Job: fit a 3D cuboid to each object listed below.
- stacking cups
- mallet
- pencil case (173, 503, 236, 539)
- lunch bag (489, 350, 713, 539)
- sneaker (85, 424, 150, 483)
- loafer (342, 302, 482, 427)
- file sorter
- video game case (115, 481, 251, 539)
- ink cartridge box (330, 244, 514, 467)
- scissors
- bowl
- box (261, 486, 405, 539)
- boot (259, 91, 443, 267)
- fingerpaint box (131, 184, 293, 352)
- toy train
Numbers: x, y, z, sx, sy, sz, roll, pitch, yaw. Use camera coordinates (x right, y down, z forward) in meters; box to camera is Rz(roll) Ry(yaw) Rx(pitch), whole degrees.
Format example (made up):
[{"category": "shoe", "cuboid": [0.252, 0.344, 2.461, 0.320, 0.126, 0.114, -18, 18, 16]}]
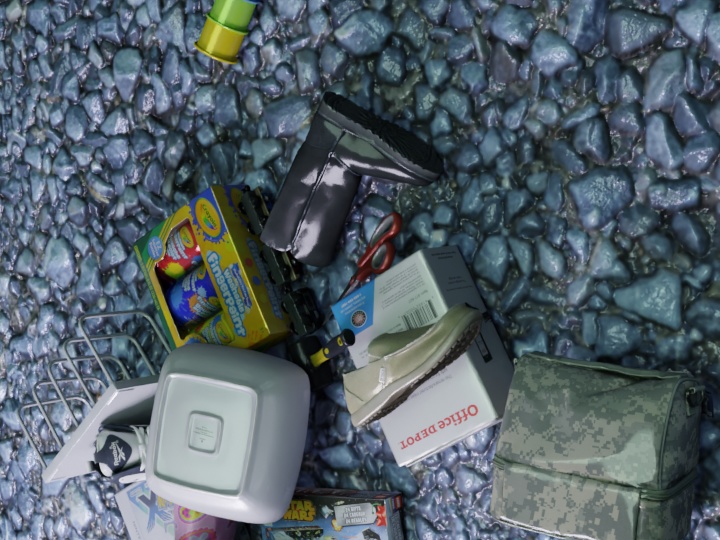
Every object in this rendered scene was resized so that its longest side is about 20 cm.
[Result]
[{"category": "stacking cups", "cuboid": [-0.144, -0.357, 1.506, 0.060, 0.060, 0.202, 33, 111, 29]}, {"category": "mallet", "cuboid": [-0.036, 0.105, 1.423, 0.067, 0.041, 0.200, 71, 161, 0]}, {"category": "pencil case", "cuboid": [-0.200, 0.345, 1.564, 0.087, 0.087, 0.203, 12, 106, 34]}, {"category": "lunch bag", "cuboid": [0.238, 0.173, 1.224, 0.198, 0.139, 0.170, 8, 99, 34]}, {"category": "sneaker", "cuboid": [-0.274, 0.228, 1.585, 0.198, 0.129, 0.081, -17, 80, 37]}, {"category": "loafer", "cuboid": [0.045, 0.091, 1.293, 0.200, 0.075, 0.069, -43, 76, 30]}, {"category": "file sorter", "cuboid": [-0.350, 0.166, 1.656, 0.200, 0.138, 0.125, -49, 64, 28]}, {"category": "video game case", "cuboid": [-0.235, 0.349, 1.659, 0.199, 0.022, 0.184, -32, 76, 33]}, {"category": "ink cartridge box", "cuboid": [0.076, 0.095, 1.369, 0.145, 0.084, 0.202, -31, 77, 33]}, {"category": "scissors", "cuboid": [0.000, 0.000, 1.442, 0.200, 0.014, 0.074, 134, 147, -55]}, {"category": "bowl", "cuboid": [-0.167, 0.192, 1.458, 0.198, 0.075, 0.202, 10, 89, 21]}, {"category": "box", "cuboid": [-0.033, 0.336, 1.499, 0.198, 0.040, 0.139, -4, 93, 36]}, {"category": "boot", "cuboid": [-0.014, -0.081, 1.426, 0.164, 0.066, 0.201, 33, 120, 9]}, {"category": "fingerpaint box", "cuboid": [-0.184, 0.018, 1.558, 0.166, 0.073, 0.202, -30, 77, 34]}, {"category": "toy train", "cuboid": [-0.097, -0.015, 1.510, 0.034, 0.046, 0.202, -33, 76, 41]}]
